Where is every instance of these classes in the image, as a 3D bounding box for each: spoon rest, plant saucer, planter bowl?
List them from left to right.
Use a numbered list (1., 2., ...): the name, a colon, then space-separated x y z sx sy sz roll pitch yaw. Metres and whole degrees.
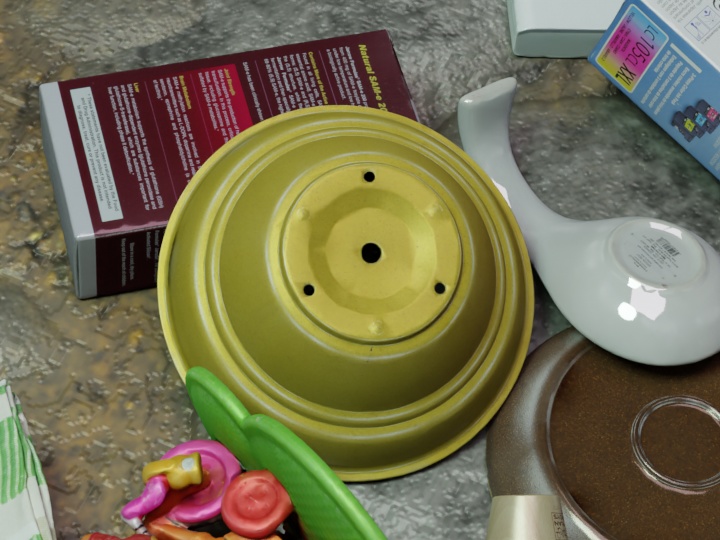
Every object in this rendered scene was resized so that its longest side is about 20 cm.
1. planter bowl: 0.000 0.000 1.150 0.199 0.083 0.202 2 75 -9
2. spoon rest: 0.124 -0.019 1.229 0.099 0.061 0.200 -23 56 -29
3. plant saucer: 0.165 0.095 1.174 0.199 0.032 0.201 3 55 -4

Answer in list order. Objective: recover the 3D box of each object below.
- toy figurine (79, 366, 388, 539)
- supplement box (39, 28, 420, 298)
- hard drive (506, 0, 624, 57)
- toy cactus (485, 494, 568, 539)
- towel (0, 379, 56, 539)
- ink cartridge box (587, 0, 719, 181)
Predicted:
1. toy figurine: -0.091 0.163 1.048 0.184 0.150 0.200 -35 56 -16
2. supplement box: -0.067 -0.059 1.244 0.199 0.061 0.109 -10 57 -11
3. hard drive: 0.150 -0.214 1.399 0.131 0.027 0.201 0 55 -5
4. toy cactus: 0.079 0.182 1.006 0.199 0.102 0.166 7 79 -44
5. towel: -0.197 0.156 1.037 0.152 0.023 0.200 -32 44 6
6. ink cartridge box: 0.249 -0.106 1.285 0.200 0.076 0.136 43 60 10
